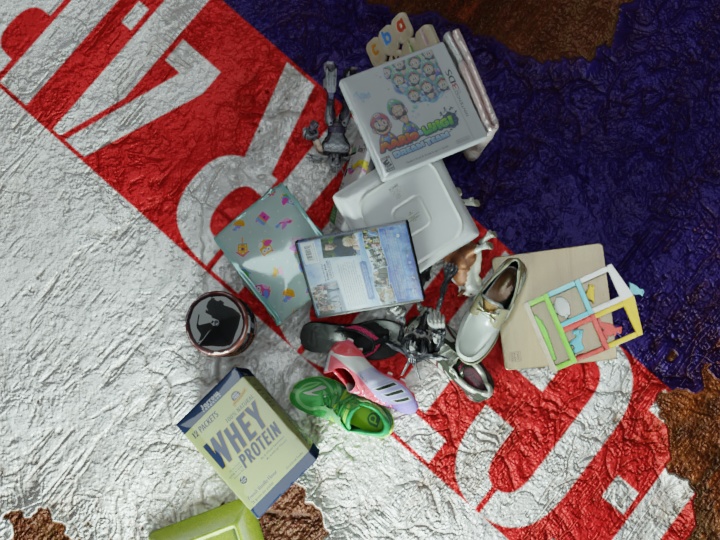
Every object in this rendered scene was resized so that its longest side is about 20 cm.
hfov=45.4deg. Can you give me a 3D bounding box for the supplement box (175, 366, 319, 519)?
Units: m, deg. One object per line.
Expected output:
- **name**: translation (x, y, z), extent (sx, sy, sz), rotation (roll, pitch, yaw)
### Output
- **supplement box**: translation (-0.183, 0.284, 1.459), extent (0.134, 0.200, 0.200), rotation (-43, 85, -6)

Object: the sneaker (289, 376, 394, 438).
- **sneaker**: translation (-0.030, 0.240, 1.526), extent (0.196, 0.084, 0.075), rotation (19, 84, 1)

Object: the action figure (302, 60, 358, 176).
- **action figure**: translation (-0.044, -0.275, 1.585), extent (0.127, 0.069, 0.205), rotation (3, 89, -19)

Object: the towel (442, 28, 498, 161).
- **towel**: translation (0.182, -0.306, 1.529), extent (0.032, 0.200, 0.194), rotation (-21, 84, -5)

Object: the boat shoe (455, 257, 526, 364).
- **boat shoe**: translation (0.222, 0.065, 1.489), extent (0.074, 0.068, 0.203), rotation (26, 80, 15)

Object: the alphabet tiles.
- **alphabet tiles**: translation (0.082, -0.348, 1.549), extent (0.014, 0.199, 0.199), rotation (-18, 82, -40)

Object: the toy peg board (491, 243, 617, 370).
- **toy peg board**: translation (0.351, 0.069, 1.562), extent (0.195, 0.098, 0.205), rotation (-8, 83, 14)

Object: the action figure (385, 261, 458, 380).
- **action figure**: translation (0.104, 0.081, 1.492), extent (0.117, 0.102, 0.204), rotation (10, 75, 24)

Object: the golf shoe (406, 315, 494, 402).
- **golf shoe**: translation (0.165, 0.152, 1.539), extent (0.199, 0.088, 0.078), rotation (40, 86, 5)

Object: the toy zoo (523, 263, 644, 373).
- **toy zoo**: translation (0.398, 0.077, 1.489), extent (0.197, 0.020, 0.133), rotation (-24, 80, 12)

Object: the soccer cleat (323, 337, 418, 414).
- **soccer cleat**: translation (0.018, 0.203, 1.517), extent (0.199, 0.066, 0.077), rotation (42, 55, -17)

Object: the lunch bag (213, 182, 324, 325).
- **lunch bag**: translation (-0.145, -0.031, 1.534), extent (0.169, 0.122, 0.201), rotation (-38, 92, -4)

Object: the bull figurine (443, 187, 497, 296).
- **bull figurine**: translation (0.182, -0.052, 1.554), extent (0.121, 0.065, 0.202), rotation (-39, 76, 37)

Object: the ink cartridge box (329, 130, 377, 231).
- **ink cartridge box**: translation (0.021, -0.163, 1.513), extent (0.082, 0.145, 0.204), rotation (17, 97, -13)

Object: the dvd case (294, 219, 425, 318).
- **dvd case**: translation (0.000, 0.000, 1.445), extent (0.196, 0.018, 0.145), rotation (-10, 112, 13)

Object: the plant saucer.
- **plant saucer**: translation (-0.257, 0.529, 1.508), extent (0.196, 0.048, 0.204), rotation (-19, 85, -3)

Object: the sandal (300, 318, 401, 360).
- **sandal**: translation (-0.012, 0.128, 1.549), extent (0.195, 0.045, 0.077), rotation (0, 102, 1)

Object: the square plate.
- **square plate**: translation (0.082, -0.090, 1.449), extent (0.198, 0.028, 0.200), rotation (-32, 107, -6)

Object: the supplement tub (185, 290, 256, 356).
- **supplement tub**: translation (-0.233, 0.094, 1.477), extent (0.104, 0.200, 0.110), rotation (0, 85, 0)

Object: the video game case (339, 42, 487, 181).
- **video game case**: translation (0.087, -0.265, 1.425), extent (0.197, 0.024, 0.185), rotation (-22, 81, -13)
